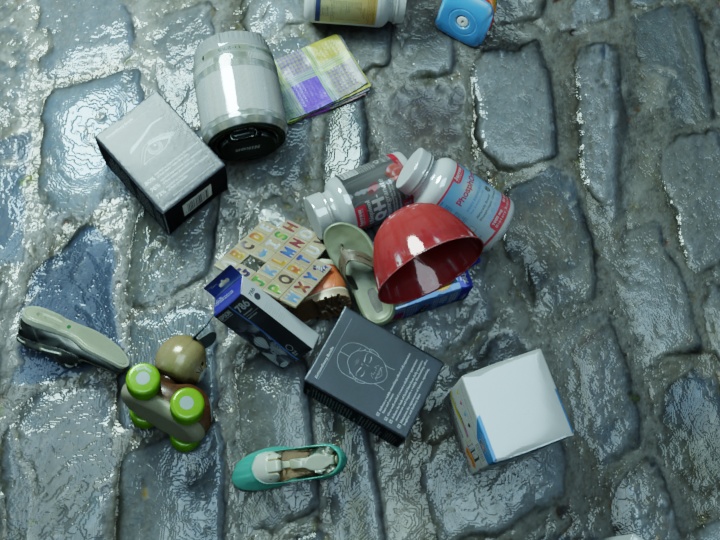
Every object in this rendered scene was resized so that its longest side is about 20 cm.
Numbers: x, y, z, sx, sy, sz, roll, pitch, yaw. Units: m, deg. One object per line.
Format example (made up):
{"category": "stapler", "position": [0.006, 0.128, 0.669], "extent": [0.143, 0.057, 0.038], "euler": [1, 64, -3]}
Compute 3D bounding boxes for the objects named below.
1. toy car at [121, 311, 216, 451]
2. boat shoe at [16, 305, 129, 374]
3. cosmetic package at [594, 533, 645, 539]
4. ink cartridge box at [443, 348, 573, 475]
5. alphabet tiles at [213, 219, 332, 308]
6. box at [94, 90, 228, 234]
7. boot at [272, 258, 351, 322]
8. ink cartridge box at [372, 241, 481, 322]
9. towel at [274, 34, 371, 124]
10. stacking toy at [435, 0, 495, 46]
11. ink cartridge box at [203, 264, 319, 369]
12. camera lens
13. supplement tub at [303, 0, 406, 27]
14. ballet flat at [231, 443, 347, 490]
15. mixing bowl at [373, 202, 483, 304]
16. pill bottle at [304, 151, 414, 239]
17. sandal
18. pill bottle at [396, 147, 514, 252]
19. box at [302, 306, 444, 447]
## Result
{"category": "toy car", "position": [-0.287, 0.170, 1.543], "extent": [0.156, 0.165, 0.201], "euler": [28, 60, 4]}
{"category": "boat shoe", "position": [-0.493, 0.132, 1.586], "extent": [0.198, 0.072, 0.068], "euler": [25, 107, -4]}
{"category": "cosmetic package", "position": [0.437, 0.536, 1.464], "extent": [0.165, 0.200, 0.169], "euler": [29, 72, 4]}
{"category": "ink cartridge box", "position": [0.240, 0.241, 1.543], "extent": [0.143, 0.200, 0.149], "euler": [-18, 74, -9]}
{"category": "alphabet tiles", "position": [-0.136, -0.023, 1.634], "extent": [0.166, 0.008, 0.200], "euler": [25, 40, 14]}
{"category": "box", "position": [-0.359, -0.196, 1.678], "extent": [0.148, 0.104, 0.200], "euler": [-39, 79, -16]}
{"category": "boot", "position": [-0.122, 0.043, 1.650], "extent": [0.197, 0.075, 0.108], "euler": [-14, 53, -4]}
{"category": "ink cartridge box", "position": [0.117, -0.003, 1.680], "extent": [0.197, 0.076, 0.138], "euler": [-17, 74, -13]}
{"category": "towel", "position": [-0.094, -0.376, 1.810], "extent": [0.198, 0.023, 0.145], "euler": [-24, 76, -13]}
{"category": "stacking toy", "position": [0.241, -0.564, 1.879], "extent": [0.109, 0.116, 0.201], "euler": [27, 57, 3]}
{"category": "ink cartridge box", "position": [-0.175, 0.082, 1.571], "extent": [0.199, 0.099, 0.039], "euler": [40, 45, -14]}
{"category": "camera lens", "position": [-0.223, -0.315, 1.703], "extent": [0.158, 0.160, 0.203], "euler": [-9, 72, -9]}
{"category": "supplement tub", "position": [-0.010, -0.555, 1.814], "extent": [0.197, 0.145, 0.147], "euler": [3, 71, -5]}
{"category": "ballet flat", "position": [-0.119, 0.323, 1.547], "extent": [0.197, 0.071, 0.068], "euler": [-7, 72, -8]}
{"category": "mixing bowl", "position": [0.095, -0.042, 1.552], "extent": [0.198, 0.201, 0.109], "euler": [-23, 68, -13]}
{"category": "pill bottle", "position": [0.001, -0.132, 1.691], "extent": [0.198, 0.111, 0.112], "euler": [-24, 75, -13]}
{"category": "sandal", "position": [0.001, 0.000, 1.604], "extent": [0.079, 0.057, 0.203], "euler": [-32, 75, 8]}
{"category": "pill bottle", "position": [0.165, -0.127, 1.628], "extent": [0.199, 0.109, 0.110], "euler": [32, 70, -14]}
{"category": "box", "position": [0.019, 0.184, 1.589], "extent": [0.198, 0.107, 0.149], "euler": [30, 71, 4]}
